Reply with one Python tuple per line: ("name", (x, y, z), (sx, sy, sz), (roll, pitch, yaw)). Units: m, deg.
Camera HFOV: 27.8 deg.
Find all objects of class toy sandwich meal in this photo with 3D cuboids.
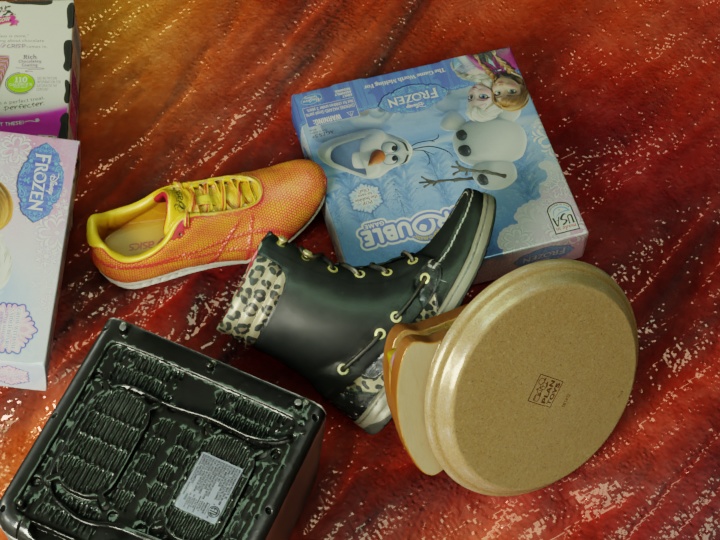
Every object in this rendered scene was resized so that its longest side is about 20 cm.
("toy sandwich meal", (0.112, 0.076, 1.066), (0.204, 0.207, 0.070), (-27, 31, -17))

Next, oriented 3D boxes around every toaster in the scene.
("toaster", (-0.137, 0.161, 1.020), (0.179, 0.119, 0.201), (21, 61, 11))

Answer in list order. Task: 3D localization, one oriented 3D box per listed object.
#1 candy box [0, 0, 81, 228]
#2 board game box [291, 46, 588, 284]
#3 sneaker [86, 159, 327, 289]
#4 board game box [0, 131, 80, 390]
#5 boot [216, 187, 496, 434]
("candy box", (-0.307, -0.131, 1.218), (0.135, 0.061, 0.202), (-1, 61, -4))
("board game box", (0.062, -0.080, 1.210), (0.198, 0.044, 0.200), (-14, 62, -9))
("sneaker", (-0.119, -0.041, 1.152), (0.198, 0.077, 0.073), (-22, 64, -7))
("board game box", (-0.319, -0.018, 1.083), (0.197, 0.041, 0.202), (6, 59, -8))
("boot", (0.000, 0.001, 1.098), (0.153, 0.073, 0.205), (30, 84, -5))
